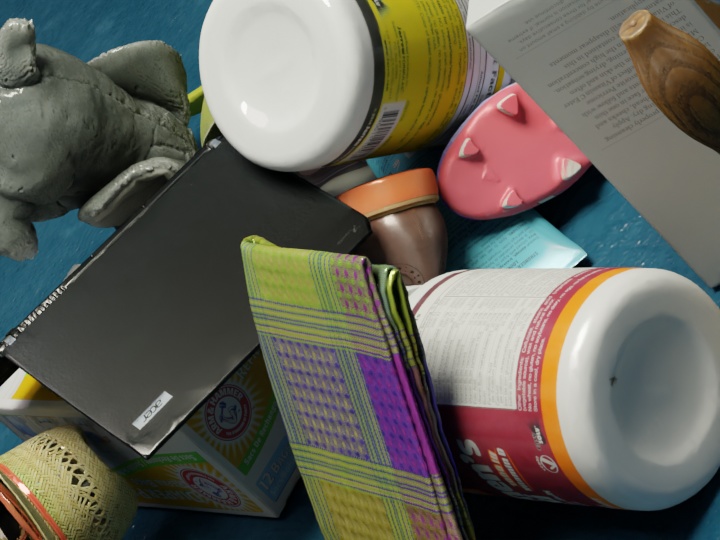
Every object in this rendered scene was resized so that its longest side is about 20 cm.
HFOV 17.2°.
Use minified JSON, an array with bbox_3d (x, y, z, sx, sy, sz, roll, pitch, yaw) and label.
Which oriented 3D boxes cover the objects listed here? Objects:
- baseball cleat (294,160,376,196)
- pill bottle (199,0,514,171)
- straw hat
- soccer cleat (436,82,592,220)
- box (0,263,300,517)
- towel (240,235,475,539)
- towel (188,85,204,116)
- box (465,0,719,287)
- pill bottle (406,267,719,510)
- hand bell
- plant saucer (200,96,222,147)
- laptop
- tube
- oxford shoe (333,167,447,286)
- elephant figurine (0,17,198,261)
[{"bbox_3d":[0.028,-0.131,1.440,0.070,0.106,0.201,36,90,35],"label":"baseball cleat"},{"bbox_3d":[0.013,-0.120,1.315,0.112,0.113,0.199,-21,-5,38],"label":"pill bottle"},{"bbox_3d":[-0.171,0.134,1.329,0.085,0.202,0.200,-37,23,-26],"label":"straw hat"},{"bbox_3d":[0.116,-0.099,1.322,0.200,0.067,0.076,-45,8,-12],"label":"soccer cleat"},{"bbox_3d":[-0.110,0.067,1.384,0.199,0.101,0.113,-3,50,52],"label":"box"},{"bbox_3d":[0.004,0.080,1.141,0.023,0.202,0.143,-25,16,-26],"label":"towel"},{"bbox_3d":[-0.056,-0.153,1.614,0.199,0.018,0.086,-30,-2,37],"label":"towel"},{"bbox_3d":[0.151,-0.111,1.151,0.097,0.200,0.125,-28,34,29],"label":"box"},{"bbox_3d":[0.077,0.054,1.142,0.199,0.110,0.110,-1,52,53],"label":"pill bottle"},{"bbox_3d":[0.176,-0.043,1.035,0.104,0.200,0.105,-33,31,24],"label":"hand bell"},{"bbox_3d":[-0.026,-0.144,1.486,0.199,0.031,0.200,-36,-8,-6],"label":"plant saucer"},{"bbox_3d":[-0.106,0.023,1.299,0.177,0.103,0.200,-45,-1,-20],"label":"laptop"},{"bbox_3d":[0.058,-0.032,1.344,0.077,0.050,0.200,-44,34,7],"label":"tube"},{"bbox_3d":[0.000,0.000,1.335,0.071,0.073,0.200,-16,-6,-15],"label":"oxford shoe"},{"bbox_3d":[-0.151,-0.074,1.464,0.155,0.198,0.143,9,95,63],"label":"elephant figurine"}]
